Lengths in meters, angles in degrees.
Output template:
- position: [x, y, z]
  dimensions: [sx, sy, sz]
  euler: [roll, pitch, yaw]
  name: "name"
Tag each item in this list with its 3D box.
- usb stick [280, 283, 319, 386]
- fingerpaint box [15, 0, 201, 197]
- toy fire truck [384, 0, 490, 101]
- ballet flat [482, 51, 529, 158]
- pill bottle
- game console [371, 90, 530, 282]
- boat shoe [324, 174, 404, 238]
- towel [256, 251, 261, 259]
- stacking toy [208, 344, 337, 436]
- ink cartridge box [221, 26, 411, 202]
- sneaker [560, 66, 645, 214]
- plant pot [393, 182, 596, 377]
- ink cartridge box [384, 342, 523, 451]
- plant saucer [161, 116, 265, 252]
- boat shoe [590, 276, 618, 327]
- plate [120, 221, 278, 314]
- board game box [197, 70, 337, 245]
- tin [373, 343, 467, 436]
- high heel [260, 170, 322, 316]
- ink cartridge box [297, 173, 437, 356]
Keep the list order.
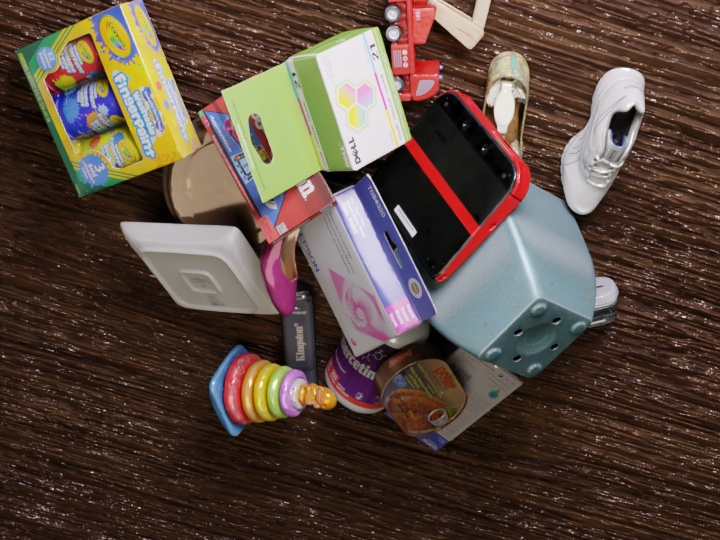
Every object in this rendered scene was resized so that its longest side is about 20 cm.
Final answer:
- position: [-0.094, 0.108, 1.526]
  dimensions: [0.054, 0.033, 0.203]
  euler: [3, 124, 6]
  name: "usb stick"
- position: [-0.321, -0.219, 1.277]
  dimensions: [0.164, 0.073, 0.203]
  euler: [-16, 105, 18]
  name: "fingerpaint box"
- position: [0.100, -0.304, 1.208]
  dimensions: [0.138, 0.049, 0.203]
  euler: [0, 124, 8]
  name: "toy fire truck"
- position: [0.180, -0.177, 1.275]
  dimensions: [0.069, 0.071, 0.203]
  euler: [5, 125, 4]
  name: "ballet flat"
- position: [0.030, 0.107, 1.460]
  dimensions: [0.111, 0.113, 0.202]
  euler: [22, 124, -8]
  name: "pill bottle"
- position: [0.109, -0.112, 1.248]
  dimensions: [0.031, 0.201, 0.177]
  euler: [18, 120, -45]
  name: "game console"
- position: [0.020, -0.097, 1.362]
  dimensions: [0.196, 0.069, 0.072]
  euler: [18, 171, 6]
  name: "boat shoe"
- position: [-0.170, -0.050, 1.424]
  dimensions: [0.146, 0.037, 0.202]
  euler: [20, 124, -6]
  name: "towel"
- position: [-0.119, 0.184, 1.502]
  dimensions: [0.197, 0.110, 0.118]
  euler: [0, 127, 30]
  name: "stacking toy"
- position: [-0.049, -0.186, 1.203]
  dimensions: [0.075, 0.199, 0.150]
  euler: [6, 122, 51]
  name: "ink cartridge box"
- position: [0.305, -0.153, 1.262]
  dimensions: [0.073, 0.088, 0.203]
  euler: [10, 126, -2]
  name: "sneaker"
- position: [0.189, 0.018, 1.280]
  dimensions: [0.194, 0.202, 0.197]
  euler: [21, 123, -38]
  name: "plant pot"
- position: [0.142, 0.189, 1.547]
  dimensions: [0.119, 0.042, 0.200]
  euler: [36, 119, -17]
  name: "ink cartridge box"
- position: [-0.175, -0.114, 1.347]
  dimensions: [0.195, 0.030, 0.204]
  euler: [1, 111, 3]
  name: "plant saucer"
- position: [0.273, 0.067, 1.425]
  dimensions: [0.196, 0.073, 0.072]
  euler: [-10, 119, 11]
  name: "boat shoe"
- position: [-0.222, 0.006, 1.409]
  dimensions: [0.196, 0.033, 0.201]
  euler: [3, 146, 24]
  name: "plate"
- position: [-0.120, -0.145, 1.276]
  dimensions: [0.102, 0.019, 0.202]
  euler: [-31, 78, 4]
  name: "board game box"
- position: [0.089, 0.175, 1.451]
  dimensions: [0.111, 0.042, 0.201]
  euler: [-28, 141, 4]
  name: "tin"
- position: [-0.085, -0.037, 1.318]
  dimensions: [0.094, 0.068, 0.204]
  euler: [-4, 109, 16]
  name: "high heel"
- position: [0.000, 0.000, 1.307]
  dimensions: [0.199, 0.043, 0.200]
  euler: [63, 153, 5]
  name: "ink cartridge box"
